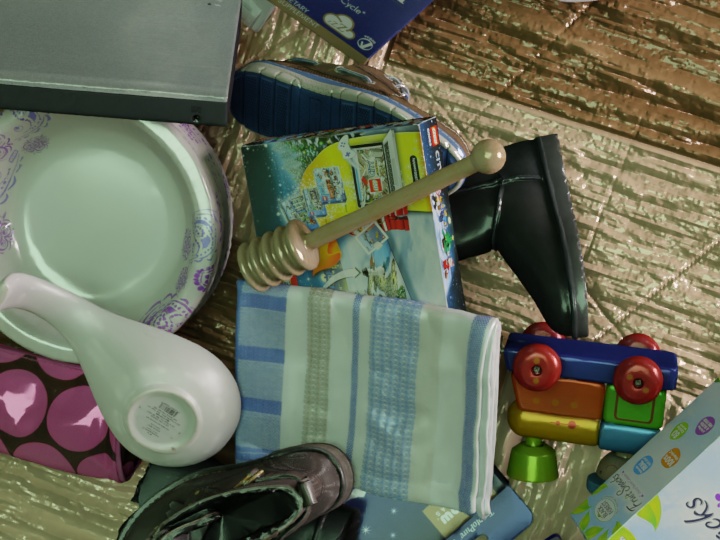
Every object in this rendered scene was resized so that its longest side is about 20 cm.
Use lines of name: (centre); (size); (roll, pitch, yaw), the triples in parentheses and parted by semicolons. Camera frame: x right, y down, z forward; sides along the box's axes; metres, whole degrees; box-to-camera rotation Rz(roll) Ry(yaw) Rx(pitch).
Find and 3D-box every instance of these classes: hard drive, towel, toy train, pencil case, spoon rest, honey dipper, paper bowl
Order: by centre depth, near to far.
honey dipper: (0.008, -0.038, 0.950); (0.200, 0.038, 0.038); (-23, 83, 25)
towel: (0.001, 0.088, 0.993); (0.199, 0.024, 0.147); (9, 106, 21)
spoon rest: (-0.173, 0.065, 1.005); (0.200, 0.061, 0.099); (37, 109, -18)
hard drive: (-0.188, -0.158, 1.009); (0.199, 0.140, 0.033); (4, 131, -3)
toy train: (0.123, 0.101, 1.037); (0.199, 0.085, 0.116); (6, 102, 10)
paper bowl: (-0.193, -0.038, 1.063); (0.200, 0.104, 0.201); (1, 99, 8)
pencil case: (-0.257, 0.095, 1.086); (0.199, 0.091, 0.094); (13, 93, 6)

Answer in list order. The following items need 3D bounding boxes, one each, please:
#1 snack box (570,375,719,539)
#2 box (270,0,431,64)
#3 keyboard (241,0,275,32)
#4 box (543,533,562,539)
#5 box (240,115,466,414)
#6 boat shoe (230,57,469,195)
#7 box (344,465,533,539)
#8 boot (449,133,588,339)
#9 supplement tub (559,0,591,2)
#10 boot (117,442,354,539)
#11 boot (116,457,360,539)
snack box: (0.275, 0.166, 0.983); (0.200, 0.068, 0.169); (-44, 105, 6)
box: (0.012, -0.236, 1.001); (0.121, 0.200, 0.032); (32, 48, -19)
keyboard: (-0.137, -0.272, 1.117); (0.200, 0.011, 0.056); (43, 113, 8)
box: (0.081, 0.279, 0.966); (0.184, 0.200, 0.105); (-32, 82, 6)
box: (0.000, 0.000, 1.004); (0.136, 0.038, 0.201); (-4, 102, 24)
boat shoe: (0.001, -0.117, 1.048); (0.200, 0.072, 0.072); (26, 130, 22)
box: (0.023, 0.146, 1.069); (0.121, 0.032, 0.200); (-41, 83, 4)
boot: (0.057, -0.010, 1.039); (0.199, 0.066, 0.165); (-10, 59, 5)
supplement tub: (0.170, -0.306, 1.012); (0.144, 0.145, 0.201); (-13, 85, 8)
boot: (-0.101, 0.164, 0.931); (0.200, 0.174, 0.069); (-26, 85, 13)
boot: (-0.100, 0.239, 1.062); (0.168, 0.076, 0.201); (16, 101, 18)
